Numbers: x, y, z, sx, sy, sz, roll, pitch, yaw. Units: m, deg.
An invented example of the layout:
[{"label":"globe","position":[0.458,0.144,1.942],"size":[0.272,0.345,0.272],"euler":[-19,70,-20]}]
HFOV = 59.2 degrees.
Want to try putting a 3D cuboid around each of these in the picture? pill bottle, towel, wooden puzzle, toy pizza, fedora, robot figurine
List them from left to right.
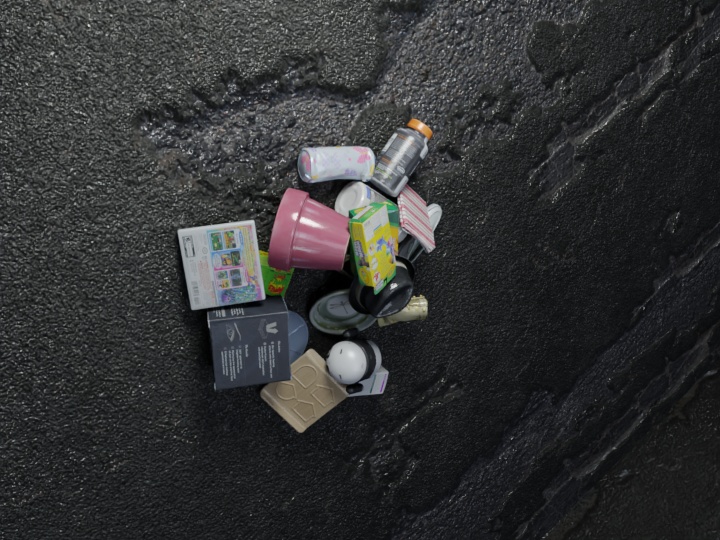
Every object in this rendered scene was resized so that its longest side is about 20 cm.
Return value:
[{"label":"toy pizza","position":[-0.237,0.196,1.753],"size":[0.200,0.032,0.201],"euler":[-14,119,-27]},{"label":"wooden puzzle","position":[-0.157,0.341,1.816],"size":[0.200,0.046,0.185],"euler":[-41,109,4]},{"label":"robot figurine","position":[-0.018,0.256,1.803],"size":[0.125,0.150,0.200],"euler":[-46,163,17]},{"label":"pill bottle","position":[0.037,-0.151,1.723],"size":[0.200,0.114,0.114],"euler":[27,95,-39]},{"label":"fedora","position":[0.070,0.059,1.681],"size":[0.200,0.092,0.201],"euler":[-15,130,-18]},{"label":"pill bottle","position":[0.110,-0.307,1.706],"size":[0.106,0.106,0.200],"euler":[35,90,-39]},{"label":"towel","position":[0.145,-0.157,1.765],"size":[0.030,0.201,0.146],"euler":[-29,134,25]}]

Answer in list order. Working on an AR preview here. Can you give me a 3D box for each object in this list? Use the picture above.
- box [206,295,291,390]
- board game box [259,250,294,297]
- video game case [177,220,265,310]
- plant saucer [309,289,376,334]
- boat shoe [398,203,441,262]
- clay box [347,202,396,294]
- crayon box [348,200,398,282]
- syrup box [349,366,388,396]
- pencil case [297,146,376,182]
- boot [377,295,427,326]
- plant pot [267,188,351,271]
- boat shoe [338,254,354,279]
[{"label":"box","position":[-0.285,0.183,1.624],"size":[0.199,0.117,0.197],"euler":[-5,112,-14]},{"label":"board game box","position":[-0.274,0.001,1.626],"size":[0.199,0.048,0.102],"euler":[13,104,-37]},{"label":"video game case","position":[-0.334,-0.012,1.537],"size":[0.181,0.024,0.201],"euler":[-8,106,-9]},{"label":"plant saucer","position":[-0.047,0.106,1.797],"size":[0.199,0.050,0.201],"euler":[-4,139,-4]},{"label":"boat shoe","position":[0.188,-0.103,1.878],"size":[0.073,0.067,0.200],"euler":[34,90,-40]},{"label":"clay box","position":[0.032,-0.052,1.558],"size":[0.115,0.047,0.201],"euler":[-42,132,-44]},{"label":"crayon box","position":[0.035,-0.076,1.663],"size":[0.118,0.058,0.201],"euler":[-16,130,-17]},{"label":"syrup box","position":[-0.020,0.330,1.930],"size":[0.199,0.079,0.082],"euler":[4,110,-35]},{"label":"pencil case","position":[-0.060,-0.270,1.622],"size":[0.199,0.083,0.091],"euler":[-6,94,-31]},{"label":"boot","position":[0.118,0.094,1.851],"size":[0.155,0.073,0.200],"euler":[-6,143,4]},{"label":"plant pot","position":[-0.116,-0.083,1.557],"size":[0.178,0.200,0.201],"euler":[15,105,0]},{"label":"boat shoe","position":[0.000,0.000,1.776],"size":[0.199,0.068,0.075],"euler":[14,102,-27]}]
